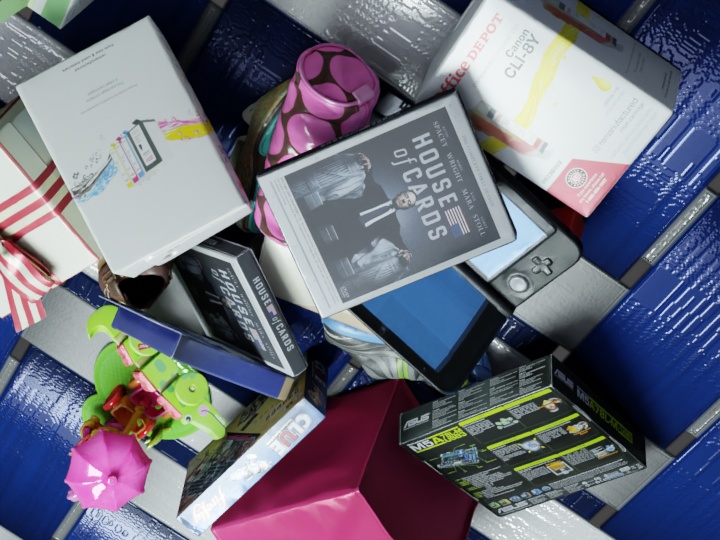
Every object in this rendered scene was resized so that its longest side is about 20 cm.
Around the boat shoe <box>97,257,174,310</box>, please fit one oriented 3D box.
[{"bbox_3d":[-0.241,0.008,1.650,0.070,0.071,0.200,-1,161,-16],"label":"boat shoe"}]

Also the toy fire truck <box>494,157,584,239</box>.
[{"bbox_3d":[0.108,-0.060,1.539,0.198,0.049,0.142,-15,118,28],"label":"toy fire truck"}]

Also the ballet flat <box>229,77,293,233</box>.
[{"bbox_3d":[-0.097,-0.129,1.559,0.070,0.071,0.201,23,126,2],"label":"ballet flat"}]

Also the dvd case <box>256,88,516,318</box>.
[{"bbox_3d":[0.025,-0.060,1.417,0.198,0.025,0.151,-22,107,10],"label":"dvd case"}]

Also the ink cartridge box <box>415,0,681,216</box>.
[{"bbox_3d":[0.171,-0.168,1.418,0.199,0.084,0.145,33,128,-5],"label":"ink cartridge box"}]

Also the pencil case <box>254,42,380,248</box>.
[{"bbox_3d":[-0.039,-0.114,1.489,0.094,0.090,0.201,47,139,31],"label":"pencil case"}]

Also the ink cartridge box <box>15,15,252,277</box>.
[{"bbox_3d":[-0.211,-0.113,1.485,0.144,0.147,0.201,-28,90,-1],"label":"ink cartridge box"}]

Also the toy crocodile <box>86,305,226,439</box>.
[{"bbox_3d":[-0.224,0.115,1.719,0.200,0.062,0.067,49,164,-7],"label":"toy crocodile"}]

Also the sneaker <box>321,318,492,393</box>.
[{"bbox_3d":[0.051,0.084,1.659,0.198,0.071,0.083,23,150,0],"label":"sneaker"}]

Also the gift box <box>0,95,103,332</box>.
[{"bbox_3d":[-0.352,-0.065,1.610,0.199,0.187,0.185,-33,108,33],"label":"gift box"}]

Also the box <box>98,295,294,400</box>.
[{"bbox_3d":[-0.178,0.082,1.624,0.199,0.033,0.121,28,175,-42],"label":"box"}]

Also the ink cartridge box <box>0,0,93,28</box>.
[{"bbox_3d":[-0.270,-0.286,1.416,0.048,0.200,0.146,33,128,-3],"label":"ink cartridge box"}]

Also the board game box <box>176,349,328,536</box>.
[{"bbox_3d":[-0.117,0.188,1.695,0.035,0.136,0.200,43,104,-13],"label":"board game box"}]

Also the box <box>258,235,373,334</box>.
[{"bbox_3d":[0.000,0.000,1.592,0.198,0.095,0.078,22,130,6],"label":"box"}]

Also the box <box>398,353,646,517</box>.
[{"bbox_3d":[0.174,0.182,1.651,0.199,0.048,0.193,-25,131,32],"label":"box"}]

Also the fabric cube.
[{"bbox_3d":[-0.011,0.273,1.723,0.198,0.197,0.201,-20,115,28],"label":"fabric cube"}]

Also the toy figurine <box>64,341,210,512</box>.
[{"bbox_3d":[-0.289,0.203,1.778,0.150,0.185,0.199,44,127,-14],"label":"toy figurine"}]

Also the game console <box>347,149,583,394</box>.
[{"bbox_3d":[0.083,-0.012,1.475,0.200,0.119,0.170,41,129,-12],"label":"game console"}]

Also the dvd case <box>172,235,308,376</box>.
[{"bbox_3d":[-0.142,0.026,1.632,0.199,0.025,0.151,19,140,56],"label":"dvd case"}]
